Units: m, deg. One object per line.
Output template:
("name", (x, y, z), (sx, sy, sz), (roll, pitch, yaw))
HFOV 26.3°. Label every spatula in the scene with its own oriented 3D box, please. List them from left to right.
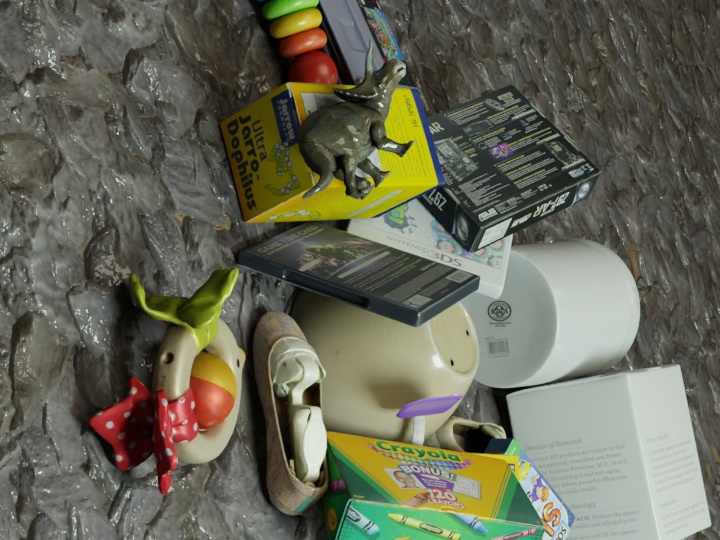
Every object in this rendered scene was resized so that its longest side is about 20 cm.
("spatula", (0.053, 0.168, 1.503), (0.056, 0.201, 0.021), (-5, 55, -15))

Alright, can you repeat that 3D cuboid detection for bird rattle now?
("bird rattle", (-0.141, 0.098, 1.305), (0.163, 0.112, 0.202), (51, 36, -55))

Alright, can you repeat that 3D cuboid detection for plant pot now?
("plant pot", (0.041, 0.082, 1.552), (0.200, 0.134, 0.202), (35, 44, -42))

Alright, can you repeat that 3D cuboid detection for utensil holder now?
("utensil holder", (0.209, 0.048, 1.800), (0.199, 0.169, 0.172), (-2, 74, -55))

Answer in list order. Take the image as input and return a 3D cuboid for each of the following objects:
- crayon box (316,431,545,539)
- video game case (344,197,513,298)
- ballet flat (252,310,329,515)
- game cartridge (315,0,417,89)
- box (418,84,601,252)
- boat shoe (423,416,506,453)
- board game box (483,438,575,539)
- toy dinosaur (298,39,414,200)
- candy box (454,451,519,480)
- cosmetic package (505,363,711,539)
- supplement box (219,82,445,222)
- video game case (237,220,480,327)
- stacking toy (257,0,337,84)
("crayon box", (0.059, 0.218, 1.442), (0.198, 0.059, 0.119), (11, 22, -20))
("video game case", (0.084, -0.071, 1.711), (0.180, 0.024, 0.201), (18, 45, -3))
("ballet flat", (-0.057, 0.124, 1.429), (0.067, 0.067, 0.202), (3, 66, -29))
("game cartridge", (-0.001, -0.260, 1.758), (0.129, 0.038, 0.202), (-3, 66, -53))
("box", (0.148, -0.118, 1.730), (0.199, 0.044, 0.160), (-25, 61, -36))
("boat shoe", (0.131, 0.200, 1.684), (0.199, 0.065, 0.073), (25, 52, -49))
("board game box", (0.141, 0.297, 1.614), (0.136, 0.034, 0.201), (50, 55, -27))
("toy dinosaur", (-0.017, -0.120, 1.450), (0.102, 0.077, 0.200), (44, 54, 2))
("candy box", (0.119, 0.286, 1.551), (0.101, 0.026, 0.202), (7, 78, -37))
("cosmetic package", (0.292, 0.224, 1.806), (0.164, 0.164, 0.202), (0, 78, -57))
("supplement box", (-0.027, -0.118, 1.562), (0.199, 0.109, 0.110), (-4, 74, -48))
("video game case", (0.000, 0.000, 1.502), (0.143, 0.198, 0.019), (-27, 130, -58))
("stacking toy", (-0.076, -0.280, 1.651), (0.085, 0.085, 0.202), (-25, 101, -58))
